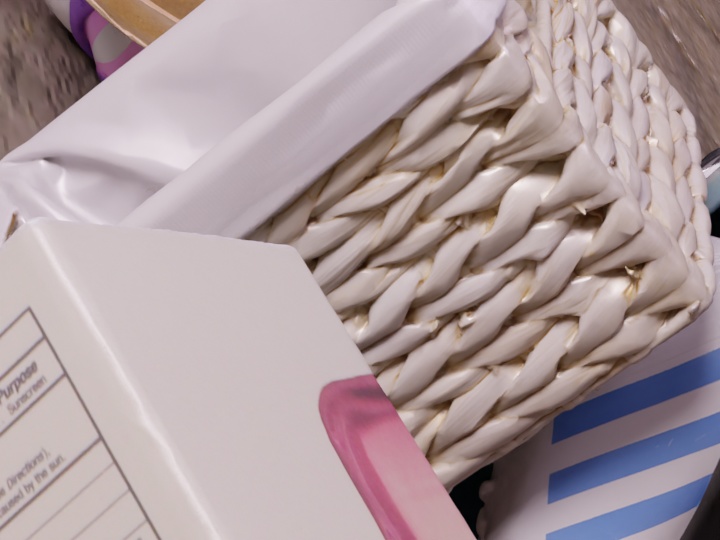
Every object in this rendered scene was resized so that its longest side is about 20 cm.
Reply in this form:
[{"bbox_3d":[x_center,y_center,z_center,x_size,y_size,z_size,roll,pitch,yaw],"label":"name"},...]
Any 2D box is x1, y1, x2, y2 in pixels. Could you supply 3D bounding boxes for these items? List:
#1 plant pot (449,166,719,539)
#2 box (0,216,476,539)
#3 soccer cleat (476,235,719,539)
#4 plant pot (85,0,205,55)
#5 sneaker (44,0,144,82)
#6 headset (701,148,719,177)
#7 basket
[{"bbox_3d":[0.138,0.074,0.830,0.196,0.196,0.200,48,10,1],"label":"plant pot"},{"bbox_3d":[-0.035,0.106,0.547,0.109,0.128,0.201,5,48,-58],"label":"box"},{"bbox_3d":[0.063,0.078,0.710,0.086,0.201,0.070,35,1,27],"label":"soccer cleat"},{"bbox_3d":[-0.020,-0.152,0.773,0.200,0.200,0.027,44,-13,-9],"label":"plant pot"},{"bbox_3d":[-0.026,-0.064,0.895,0.199,0.080,0.089,13,48,-46],"label":"sneaker"},{"bbox_3d":[0.125,-0.007,1.003,0.123,0.094,0.200,42,4,9],"label":"headset"},{"bbox_3d":[-0.009,-0.010,0.691,0.123,0.200,0.136,46,23,-20],"label":"basket"}]
